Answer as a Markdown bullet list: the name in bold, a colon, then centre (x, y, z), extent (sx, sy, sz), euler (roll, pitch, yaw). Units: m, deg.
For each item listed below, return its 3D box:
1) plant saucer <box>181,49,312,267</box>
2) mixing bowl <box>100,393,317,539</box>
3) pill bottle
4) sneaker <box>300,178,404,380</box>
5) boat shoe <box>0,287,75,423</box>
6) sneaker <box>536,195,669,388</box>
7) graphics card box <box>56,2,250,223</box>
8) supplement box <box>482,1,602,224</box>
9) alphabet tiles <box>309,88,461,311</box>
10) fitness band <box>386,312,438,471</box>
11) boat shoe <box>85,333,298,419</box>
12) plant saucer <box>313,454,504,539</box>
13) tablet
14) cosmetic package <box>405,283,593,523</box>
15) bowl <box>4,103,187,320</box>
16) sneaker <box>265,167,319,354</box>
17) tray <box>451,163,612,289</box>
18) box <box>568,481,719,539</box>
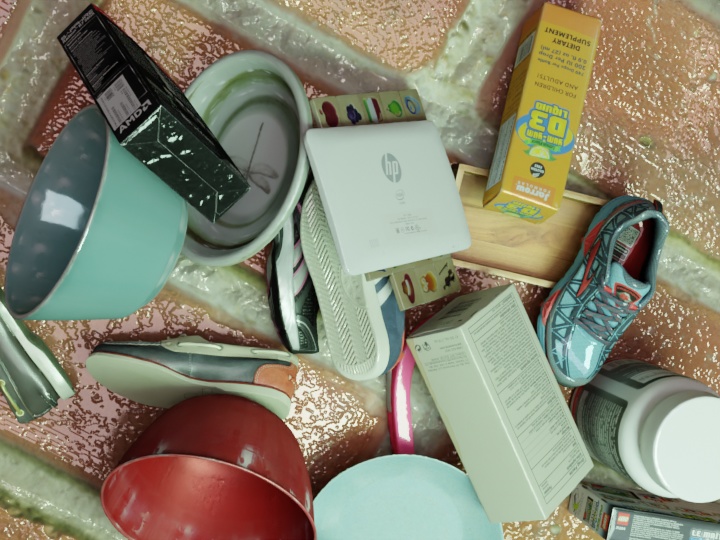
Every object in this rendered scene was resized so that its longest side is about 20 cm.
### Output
- **plant saucer**: centre (-0.106, -0.099, 1.109), extent (0.050, 0.200, 0.201), euler (14, 92, -48)
- **mixing bowl**: centre (-0.127, 0.186, 1.119), extent (0.200, 0.200, 0.109), euler (23, 47, -11)
- **pill bottle**: centre (0.286, 0.152, 1.163), extent (0.114, 0.200, 0.114), euler (-1, 94, -9)
- **sneaker**: centre (0.000, 0.000, 1.123), extent (0.075, 0.084, 0.201), euler (-8, 87, 29)
- **boat shoe**: centre (-0.344, 0.049, 1.112), extent (0.061, 0.072, 0.201), euler (-36, 100, -7)
- **sneaker**: centre (0.234, 0.019, 1.162), extent (0.079, 0.096, 0.200), euler (22, 90, -10)
- **graphics card box**: centre (-0.180, -0.138, 1.047), extent (0.051, 0.200, 0.125), euler (-43, 136, 4)
- **supplement box**: centre (0.176, -0.151, 1.172), extent (0.066, 0.069, 0.201), euler (15, 80, -9)
- **alphabet tiles**: centre (0.035, -0.067, 1.113), extent (0.167, 0.008, 0.201), euler (-16, 88, -53)
- **fitness band**: centre (0.100, 0.137, 1.214), extent (0.143, 0.037, 0.201), euler (-5, 96, -10)
- **boat shoe**: centre (-0.158, 0.093, 1.153), extent (0.199, 0.071, 0.063), euler (10, 54, 0)
- **plant saucer**: centre (0.040, 0.264, 1.196), extent (0.200, 0.039, 0.202), euler (0, 109, 0)
- **tablet**: centre (0.030, -0.070, 1.091), extent (0.200, 0.014, 0.130), euler (-13, 85, -53)
- **cosmetic package**: centre (0.134, 0.125, 1.146), extent (0.103, 0.073, 0.200), euler (-32, 103, -45)
- **bowl**: centre (-0.227, -0.037, 1.083), extent (0.105, 0.201, 0.201), euler (21, 90, -31)
- **sneaker**: centre (-0.045, -0.019, 1.157), extent (0.086, 0.080, 0.201), euler (-4, 96, -11)
- **tray**: centre (0.178, -0.036, 1.216), extent (0.199, 0.037, 0.099), euler (13, 92, -10)
- **box**: centre (0.323, 0.255, 1.223), extent (0.199, 0.110, 0.035), euler (11, 92, -10)
